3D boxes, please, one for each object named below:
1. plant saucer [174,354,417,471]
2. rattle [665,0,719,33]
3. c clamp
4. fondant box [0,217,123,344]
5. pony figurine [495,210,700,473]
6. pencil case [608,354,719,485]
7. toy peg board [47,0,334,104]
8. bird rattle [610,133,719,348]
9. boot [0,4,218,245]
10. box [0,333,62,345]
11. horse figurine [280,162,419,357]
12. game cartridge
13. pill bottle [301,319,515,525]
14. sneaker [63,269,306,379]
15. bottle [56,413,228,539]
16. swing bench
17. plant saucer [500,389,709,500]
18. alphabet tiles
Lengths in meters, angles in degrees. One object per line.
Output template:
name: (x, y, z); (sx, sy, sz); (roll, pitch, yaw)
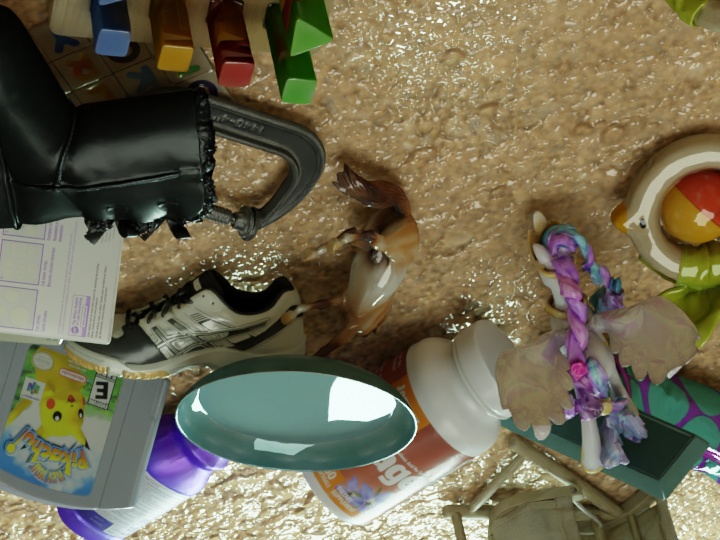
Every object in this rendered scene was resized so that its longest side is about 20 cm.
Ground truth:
plant saucer: (-0.052, 0.115, 1.725); (0.198, 0.028, 0.201); (1, 151, 1)
rattle: (0.291, -0.269, 1.472); (0.142, 0.130, 0.202); (-6, 114, -23)
c clamp: (-0.133, -0.071, 1.617); (0.199, 0.027, 0.171); (12, 129, -23)
fondant box: (-0.273, -0.032, 1.537); (0.198, 0.058, 0.146); (7, 100, -12)
pony figurine: (0.184, 0.070, 1.722); (0.165, 0.194, 0.201); (-19, 134, -1)
pencil case: (0.282, 0.138, 1.915); (0.199, 0.093, 0.085); (20, 120, -34)
toy peg board: (-0.096, -0.208, 1.414); (0.197, 0.098, 0.201); (3, 135, -17)
bird rattle: (0.298, -0.041, 1.714); (0.163, 0.113, 0.200); (35, 120, -22)
boot: (-0.182, -0.103, 1.441); (0.161, 0.074, 0.199); (-3, 132, -1)
box: (-0.322, 0.003, 1.626); (0.198, 0.069, 0.082); (4, 137, -19)
horse figurine: (0.000, 0.000, 1.699); (0.132, 0.050, 0.201); (-20, 140, -40)
game cartridge: (-0.257, 0.125, 1.742); (0.199, 0.134, 0.040); (23, 170, -34)
pill bottle: (0.048, 0.129, 1.831); (0.199, 0.113, 0.112); (-35, 135, 24)
sneaker: (-0.144, 0.038, 1.725); (0.198, 0.076, 0.088); (0, 115, -8)
bottle: (-0.176, 0.170, 1.857); (0.199, 0.066, 0.083); (-33, 136, 23)
swing bench: (0.206, 0.290, 1.988); (0.199, 0.200, 0.130); (17, 132, -29)
plant saucer: (0.201, 0.134, 1.814); (0.070, 0.199, 0.019); (-46, 137, -24)
alphabet tiles: (-0.205, -0.124, 1.558); (0.199, 0.008, 0.167); (-22, 139, 10)
